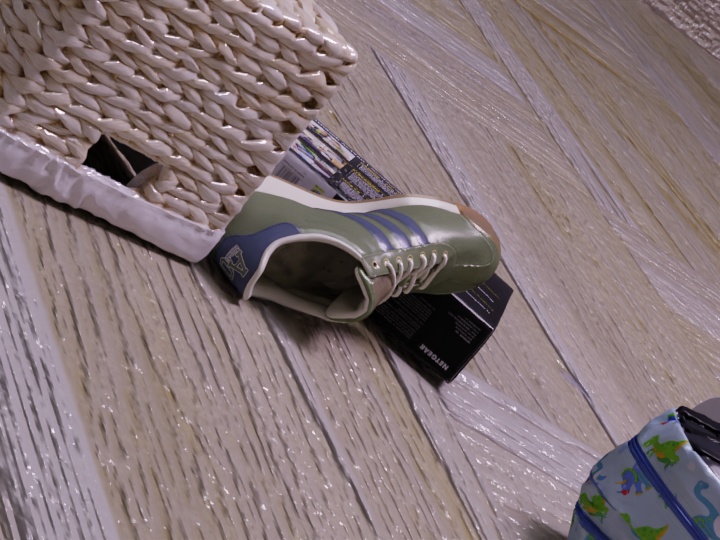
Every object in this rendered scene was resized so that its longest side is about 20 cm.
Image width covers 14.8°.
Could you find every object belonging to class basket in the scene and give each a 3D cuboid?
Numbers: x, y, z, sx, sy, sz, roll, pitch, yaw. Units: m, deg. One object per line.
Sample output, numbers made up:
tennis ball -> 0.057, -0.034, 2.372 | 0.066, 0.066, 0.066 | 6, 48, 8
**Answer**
basket -> -0.142, -0.142, 1.553 | 0.198, 0.161, 0.200 | 27, 21, -46

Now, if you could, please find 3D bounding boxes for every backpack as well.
backpack -> 0.215, 0.175, 1.605 | 0.200, 0.154, 0.163 | 61, 15, -7

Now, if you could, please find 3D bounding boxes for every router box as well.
router box -> 0.005, -0.022, 1.787 | 0.200, 0.051, 0.149 | 41, 12, 1

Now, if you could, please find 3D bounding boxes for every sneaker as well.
sneaker -> 0.000, 0.000, 1.633 | 0.200, 0.067, 0.090 | 10, 36, -26

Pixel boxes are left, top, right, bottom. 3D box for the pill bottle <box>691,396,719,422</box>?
pill bottle -> 0.294, 0.170, 1.850 | 0.200, 0.109, 0.109 | 34, 15, -22
